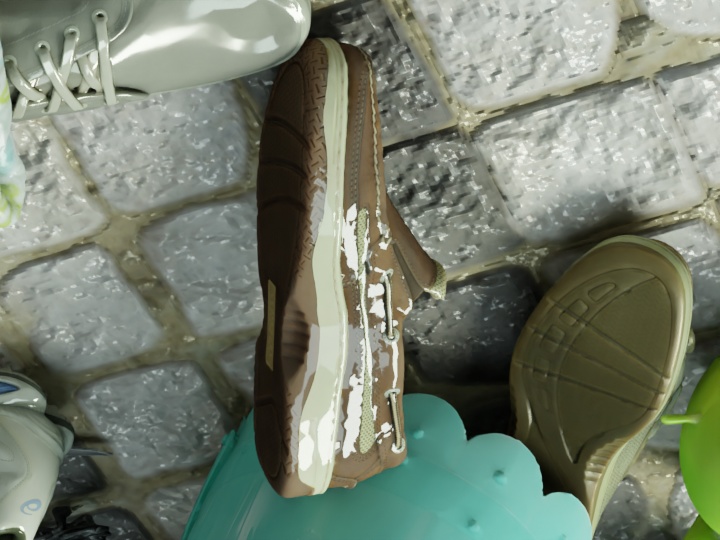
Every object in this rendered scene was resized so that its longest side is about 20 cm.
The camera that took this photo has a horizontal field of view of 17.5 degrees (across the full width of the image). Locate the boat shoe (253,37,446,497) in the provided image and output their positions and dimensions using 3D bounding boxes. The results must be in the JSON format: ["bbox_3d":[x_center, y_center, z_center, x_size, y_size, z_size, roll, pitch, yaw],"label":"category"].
[{"bbox_3d":[-0.002,-0.003,0.990,0.074,0.075,0.204,-5,118,-19],"label":"boat shoe"}]

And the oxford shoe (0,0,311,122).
[{"bbox_3d":[-0.118,-0.087,0.930,0.198,0.058,0.076,-3,134,2],"label":"oxford shoe"}]

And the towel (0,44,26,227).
[{"bbox_3d":[-0.219,-0.108,0.863,0.170,0.048,0.201,7,126,19],"label":"towel"}]

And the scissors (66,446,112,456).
[{"bbox_3d":[-0.225,0.086,1.144,0.199,0.014,0.073,13,132,-14],"label":"scissors"}]

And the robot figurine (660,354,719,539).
[{"bbox_3d":[0.226,0.099,1.071,0.175,0.116,0.200,-35,126,24],"label":"robot figurine"}]

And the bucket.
[{"bbox_3d":[0.001,0.166,1.087,0.206,0.135,0.208,18,137,17],"label":"bucket"}]

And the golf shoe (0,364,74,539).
[{"bbox_3d":[-0.227,0.121,1.101,0.199,0.098,0.078,-27,130,24],"label":"golf shoe"}]

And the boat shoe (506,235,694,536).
[{"bbox_3d":[0.110,0.055,1.078,0.073,0.063,0.202,26,132,17],"label":"boat shoe"}]

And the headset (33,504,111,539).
[{"bbox_3d":[-0.092,0.201,1.194,0.094,0.124,0.200,-12,123,41],"label":"headset"}]
